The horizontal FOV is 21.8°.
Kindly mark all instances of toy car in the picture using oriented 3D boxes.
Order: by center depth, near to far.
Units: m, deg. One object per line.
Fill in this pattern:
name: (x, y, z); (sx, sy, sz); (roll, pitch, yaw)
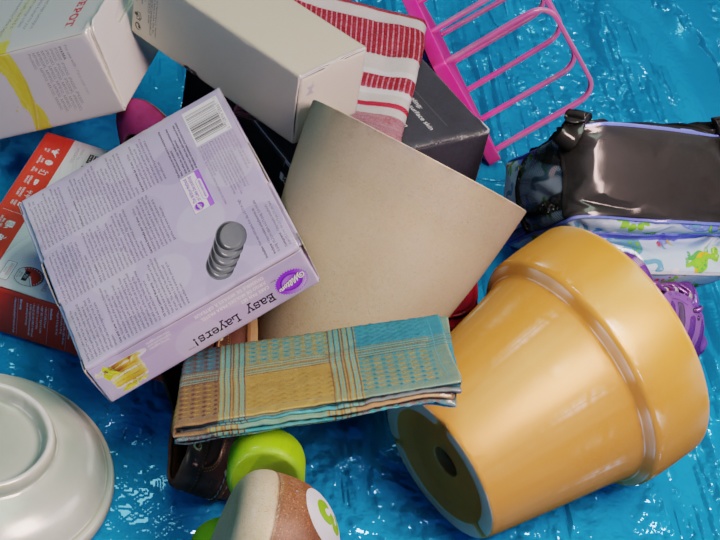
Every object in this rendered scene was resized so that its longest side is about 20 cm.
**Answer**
toy car: (-0.012, 0.226, 1.247); (0.198, 0.159, 0.165); (19, 29, -11)

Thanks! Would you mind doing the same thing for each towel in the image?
towel: (-0.030, 0.075, 1.311); (0.198, 0.022, 0.147); (-9, 18, 2)
towel: (-0.021, -0.178, 1.609); (0.143, 0.023, 0.201); (15, 40, 0)

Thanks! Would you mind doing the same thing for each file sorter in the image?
file sorter: (0.120, -0.234, 1.765); (0.125, 0.139, 0.201); (-28, 45, 8)

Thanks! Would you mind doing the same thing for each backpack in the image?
backpack: (0.214, -0.049, 1.588); (0.181, 0.200, 0.149); (1, 86, -17)

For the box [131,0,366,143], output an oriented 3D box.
box: (-0.094, -0.190, 1.529); (0.082, 0.069, 0.200); (-28, 53, -37)

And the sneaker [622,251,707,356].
sneaker: (0.230, 0.029, 1.490); (0.083, 0.200, 0.081); (-45, 59, -4)

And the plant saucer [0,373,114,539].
plant saucer: (-0.273, 0.133, 1.342); (0.198, 0.051, 0.201); (8, 40, -7)

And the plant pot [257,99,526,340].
plant pot: (0.000, 0.000, 1.442); (0.186, 0.201, 0.187); (28, 2, -1)

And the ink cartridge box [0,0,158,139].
ink cartridge box: (-0.280, -0.188, 1.611); (0.198, 0.084, 0.146); (-11, 34, 22)

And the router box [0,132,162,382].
router box: (-0.210, -0.015, 1.528); (0.178, 0.049, 0.201); (17, 40, 3)

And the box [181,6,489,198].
box: (-0.027, -0.118, 1.643); (0.198, 0.118, 0.197); (-15, 48, -28)

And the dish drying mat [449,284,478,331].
dish drying mat: (-0.002, 0.022, 1.541); (0.198, 0.018, 0.077); (-1, 38, 0)

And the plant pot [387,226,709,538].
plant pot: (0.127, 0.098, 1.401); (0.182, 0.201, 0.200); (-31, 56, -22)

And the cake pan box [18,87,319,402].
cake pan box: (-0.147, -0.025, 1.400); (0.183, 0.052, 0.201); (-30, 50, -1)

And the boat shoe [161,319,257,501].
boat shoe: (-0.115, 0.079, 1.407); (0.070, 0.071, 0.201); (11, 48, -22)

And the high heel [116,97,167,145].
high heel: (-0.185, -0.069, 1.508); (0.095, 0.068, 0.200); (-12, 44, -23)
